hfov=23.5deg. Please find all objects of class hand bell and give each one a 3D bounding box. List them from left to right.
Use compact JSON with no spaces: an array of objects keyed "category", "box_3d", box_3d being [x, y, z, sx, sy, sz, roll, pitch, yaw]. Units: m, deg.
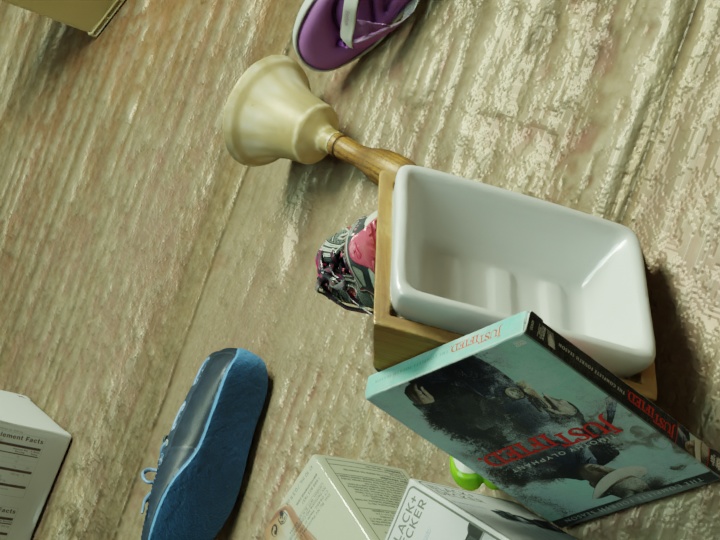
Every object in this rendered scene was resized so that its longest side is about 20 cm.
[{"category":"hand bell","box_3d":[-0.014,-0.106,1.479,0.200,0.104,0.104,27,97,37]}]

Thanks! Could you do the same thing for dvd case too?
[{"category":"dvd case","box_3d":[0.123,0.104,1.147,0.146,0.200,0.022,-25,42,40]}]

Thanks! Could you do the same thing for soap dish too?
[{"category":"soap dish","box_3d":[0.099,0.020,1.186,0.157,0.200,0.081,-87,17,-49]}]

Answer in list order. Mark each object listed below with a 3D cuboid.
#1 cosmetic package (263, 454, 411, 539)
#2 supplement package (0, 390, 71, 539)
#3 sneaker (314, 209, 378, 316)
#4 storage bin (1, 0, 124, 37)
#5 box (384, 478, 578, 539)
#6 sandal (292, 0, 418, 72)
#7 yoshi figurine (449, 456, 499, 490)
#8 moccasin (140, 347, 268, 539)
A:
[{"category":"cosmetic package","box_3d":[0.023,0.236,1.284,0.087,0.103,0.200,-58,41,18]},{"category":"supplement package","box_3d":[-0.395,0.226,1.751,0.114,0.109,0.200,28,98,49]},{"category":"sneaker","box_3d":[0.000,0.000,1.334,0.200,0.075,0.081,88,-178,-83]},{"category":"storage bin","box_3d":[-0.316,-0.367,1.806,0.199,0.200,0.094,-46,48,27]},{"category":"box","box_3d":[0.120,0.212,1.172,0.200,0.117,0.060,26,96,50]},{"category":"sandal","box_3d":[0.016,-0.231,1.470,0.203,0.082,0.050,-40,37,31]},{"category":"yoshi figurine","box_3d":[0.088,0.058,1.274,0.112,0.112,0.200,-18,66,36]},{"category":"moccasin","box_3d":[-0.139,0.165,1.525,0.068,0.080,0.200,10,70,54]}]
